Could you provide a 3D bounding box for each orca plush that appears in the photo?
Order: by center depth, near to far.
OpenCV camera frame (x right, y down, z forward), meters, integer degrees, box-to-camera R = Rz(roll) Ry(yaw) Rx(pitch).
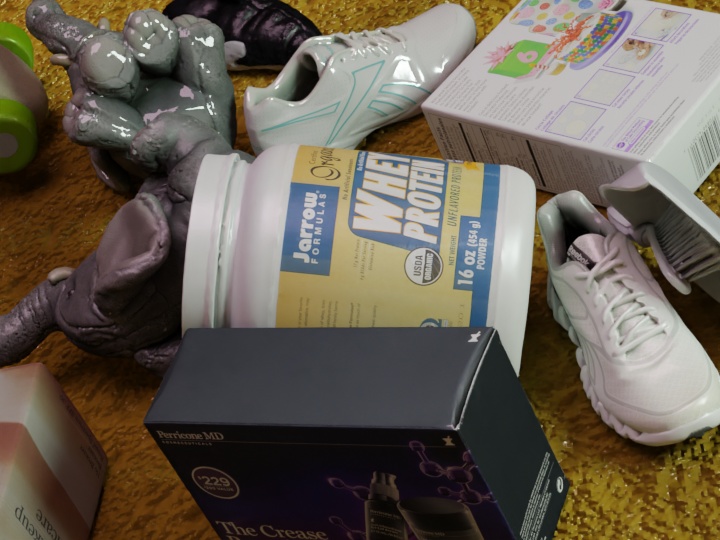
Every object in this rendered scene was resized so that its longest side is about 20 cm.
[{"bbox_3d":[-0.096,-0.192,1.640,0.105,0.071,0.200,-37,39,-14],"label":"orca plush"}]

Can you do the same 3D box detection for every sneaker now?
[{"bbox_3d":[0.153,0.027,1.245,0.075,0.081,0.200,-26,40,-3],"label":"sneaker"},{"bbox_3d":[0.001,-0.142,1.524,0.200,0.080,0.070,-37,38,-16],"label":"sneaker"}]

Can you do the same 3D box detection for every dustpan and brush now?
[{"bbox_3d":[0.186,-0.021,1.270,0.057,0.140,0.200,-46,16,12],"label":"dustpan and brush"}]

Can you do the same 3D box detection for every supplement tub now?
[{"bbox_3d":[0.000,0.000,1.261,0.200,0.145,0.145,6,43,2],"label":"supplement tub"}]

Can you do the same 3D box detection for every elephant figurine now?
[{"bbox_3d":[-0.137,0.008,1.397,0.200,0.141,0.155,-53,3,-19],"label":"elephant figurine"},{"bbox_3d":[-0.170,-0.133,1.580,0.141,0.155,0.200,1,3,-20],"label":"elephant figurine"}]

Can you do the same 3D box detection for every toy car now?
[{"bbox_3d":[-0.364,-0.109,1.681,0.200,0.158,0.164,-47,29,20],"label":"toy car"}]

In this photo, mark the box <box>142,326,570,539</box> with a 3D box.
[{"bbox_3d":[-0.001,0.104,1.193,0.200,0.141,0.079,-1,44,29],"label":"box"}]

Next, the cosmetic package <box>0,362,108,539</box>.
[{"bbox_3d":[-0.229,0.165,1.282,0.087,0.103,0.200,-12,42,19],"label":"cosmetic package"}]

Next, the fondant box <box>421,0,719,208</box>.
[{"bbox_3d":[0.163,-0.119,1.424,0.200,0.058,0.144,19,56,41],"label":"fondant box"}]
